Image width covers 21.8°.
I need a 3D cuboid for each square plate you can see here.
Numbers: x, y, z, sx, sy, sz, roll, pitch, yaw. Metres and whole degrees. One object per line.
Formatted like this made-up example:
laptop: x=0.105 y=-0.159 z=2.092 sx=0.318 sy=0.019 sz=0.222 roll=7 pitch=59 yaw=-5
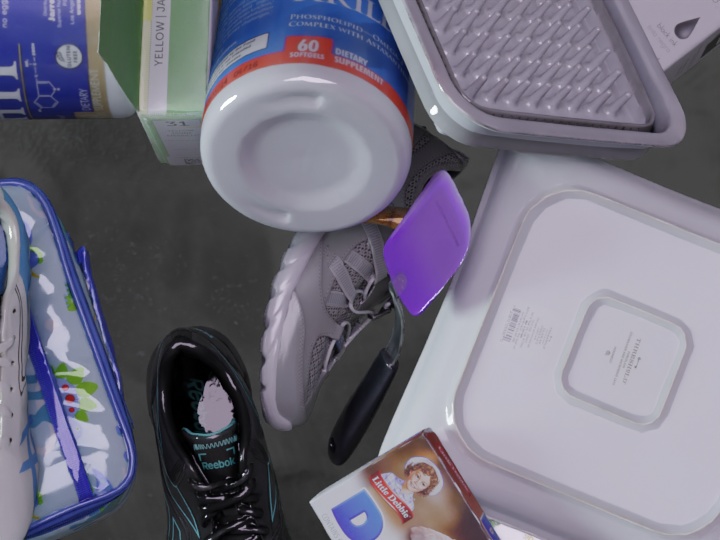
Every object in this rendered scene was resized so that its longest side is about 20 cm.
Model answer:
square plate: x=0.134 y=0.049 z=0.969 sx=0.197 sy=0.028 sz=0.201 roll=22 pitch=84 yaw=2

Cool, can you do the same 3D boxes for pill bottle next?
pill bottle: x=-0.226 y=-0.144 z=1.053 sx=0.199 sy=0.120 sz=0.120 roll=-1 pitch=78 yaw=-2
pill bottle: x=-0.024 y=-0.126 z=1.020 sx=0.112 sy=0.113 sz=0.201 roll=4 pitch=46 yaw=-1

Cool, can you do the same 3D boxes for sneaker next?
sneaker: x=0.000 y=0.000 z=1.054 sx=0.082 sy=0.075 sz=0.201 roll=21 pitch=78 yaw=4
sneaker: x=-0.080 y=0.126 z=1.024 sx=0.075 sy=0.079 sz=0.201 roll=-16 pitch=81 yaw=-5
sneaker: x=-0.202 y=0.049 z=0.958 sx=0.071 sy=0.072 sz=0.201 roll=-4 pitch=81 yaw=-7

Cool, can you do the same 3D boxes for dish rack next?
dish rack: x=0.072 y=-0.138 z=0.986 sx=0.171 sy=0.044 sz=0.201 roll=2 pitch=54 yaw=-38

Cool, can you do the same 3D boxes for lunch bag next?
lunch bag: x=-0.214 y=0.057 z=1.034 sx=0.160 sy=0.082 sz=0.201 roll=-17 pitch=80 yaw=-8

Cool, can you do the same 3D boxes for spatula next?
spatula: x=0.016 y=0.037 z=1.005 sx=0.020 sy=0.201 sz=0.057 roll=-1 pitch=44 yaw=-25

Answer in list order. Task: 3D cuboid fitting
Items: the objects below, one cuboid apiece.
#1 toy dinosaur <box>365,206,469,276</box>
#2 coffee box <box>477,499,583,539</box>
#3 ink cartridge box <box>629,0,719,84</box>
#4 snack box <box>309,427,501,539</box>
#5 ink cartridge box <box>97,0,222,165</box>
toy dinosaur: x=0.072 y=-0.002 z=1.008 sx=0.200 sy=0.060 sz=0.106 roll=42 pitch=74 yaw=1
coffee box: x=0.067 y=0.180 z=0.994 sx=0.123 sy=0.044 sz=0.200 roll=39 pitch=88 yaw=4
ink cartridge box: x=0.192 y=-0.194 z=1.105 sx=0.200 sy=0.067 sz=0.116 roll=-38 pitch=81 yaw=-8
snack box: x=0.057 y=0.183 z=0.949 sx=0.072 sy=0.024 sz=0.201 roll=-32 pitch=90 yaw=12
ink cartridge box: x=-0.102 y=-0.153 z=1.018 sx=0.048 sy=0.200 sz=0.146 roll=1 pitch=78 yaw=1
